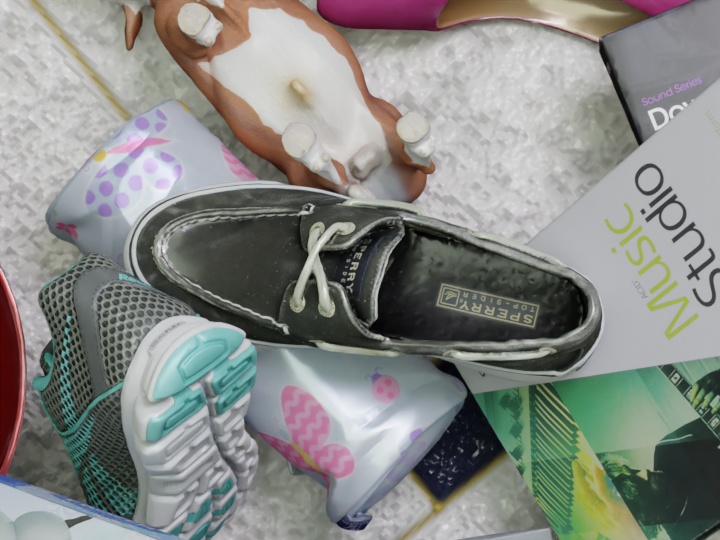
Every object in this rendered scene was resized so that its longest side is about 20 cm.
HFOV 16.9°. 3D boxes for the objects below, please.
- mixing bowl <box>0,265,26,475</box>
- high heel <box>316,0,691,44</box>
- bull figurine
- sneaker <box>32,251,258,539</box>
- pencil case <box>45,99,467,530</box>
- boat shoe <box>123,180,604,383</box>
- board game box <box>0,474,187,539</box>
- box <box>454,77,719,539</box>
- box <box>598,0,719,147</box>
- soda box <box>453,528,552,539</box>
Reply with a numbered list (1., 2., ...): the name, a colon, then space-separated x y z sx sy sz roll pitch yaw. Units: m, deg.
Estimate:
1. mixing bowl: -0.234 0.049 1.053 0.199 0.108 0.201 0 85 3
2. high heel: 0.084 -0.109 1.064 0.199 0.067 0.096 -13 78 0
3. bull figurine: -0.045 -0.093 1.052 0.200 0.121 0.065 42 86 -1
4. sneaker: -0.095 0.061 1.016 0.091 0.200 0.078 39 58 19
5. pencil case: -0.045 0.018 1.057 0.083 0.091 0.200 -43 85 -19
6. boat shoe: 0.000 0.000 0.977 0.199 0.064 0.071 8 81 6
7. board game box: -0.101 0.198 0.928 0.198 0.043 0.201 18 87 13
8. box: 0.133 0.027 0.993 0.200 0.036 0.145 -43 71 37
9. box: 0.201 -0.032 1.018 0.143 0.036 0.201 -22 83 4
10. soda box: -0.014 0.157 1.018 0.199 0.063 0.068 -7 83 -21
